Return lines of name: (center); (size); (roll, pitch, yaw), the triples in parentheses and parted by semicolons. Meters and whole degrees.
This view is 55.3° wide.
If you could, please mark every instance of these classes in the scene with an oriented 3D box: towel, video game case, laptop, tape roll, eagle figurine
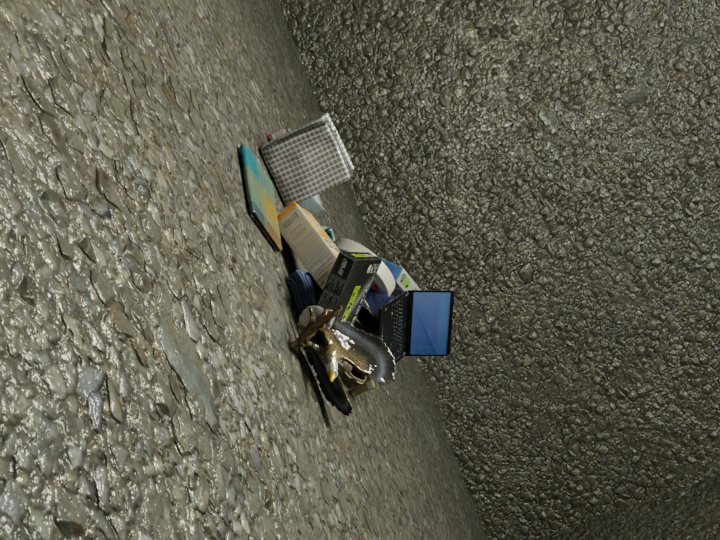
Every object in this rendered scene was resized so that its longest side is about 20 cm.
towel: (-0.213, -0.155, 1.465); (0.147, 0.021, 0.203); (59, 14, -52)
video game case: (0.060, 0.012, 1.875); (0.198, 0.046, 0.181); (26, -12, 32)
laptop: (0.132, 0.150, 1.648); (0.199, 0.102, 0.181); (-27, 125, -52)
tape roll: (0.000, 0.000, 1.780); (0.201, 0.037, 0.204); (33, -23, 16)
towel: (-0.131, -0.271, 1.710); (0.086, 0.196, 0.168); (-91, 157, -69)
towel: (-0.108, 0.058, 1.543); (0.200, 0.048, 0.114); (19, 51, -81)
eagle figurine: (-0.046, 0.171, 1.341); (0.200, 0.150, 0.153); (45, 56, -33)

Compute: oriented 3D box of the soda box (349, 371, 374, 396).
soda box: (-0.031, 0.200, 1.662); (0.068, 0.063, 0.203); (-97, 165, -64)

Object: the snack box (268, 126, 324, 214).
snack box: (-0.175, -0.267, 1.898); (0.169, 0.066, 0.204); (43, 26, -75)

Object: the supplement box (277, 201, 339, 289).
supplement box: (-0.099, -0.048, 1.554); (0.201, 0.073, 0.126); (52, 6, 15)

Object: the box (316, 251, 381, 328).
box: (-0.035, 0.058, 1.469); (0.047, 0.203, 0.193); (26, 8, 14)

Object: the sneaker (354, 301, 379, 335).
sneaker: (-0.008, 0.092, 1.667); (0.200, 0.075, 0.088); (45, -15, 32)

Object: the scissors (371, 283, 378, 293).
scissors: (0.018, 0.076, 1.822); (0.201, 0.072, 0.014); (80, 34, -60)

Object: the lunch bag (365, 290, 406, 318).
lunch bag: (0.023, 0.141, 1.763); (0.137, 0.197, 0.133); (-59, 152, -22)

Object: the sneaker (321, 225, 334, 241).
sneaker: (-0.104, -0.080, 1.804); (0.079, 0.085, 0.201); (63, 8, -17)

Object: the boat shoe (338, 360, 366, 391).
boat shoe: (-0.042, 0.209, 1.559); (0.201, 0.058, 0.073); (61, 12, -49)
